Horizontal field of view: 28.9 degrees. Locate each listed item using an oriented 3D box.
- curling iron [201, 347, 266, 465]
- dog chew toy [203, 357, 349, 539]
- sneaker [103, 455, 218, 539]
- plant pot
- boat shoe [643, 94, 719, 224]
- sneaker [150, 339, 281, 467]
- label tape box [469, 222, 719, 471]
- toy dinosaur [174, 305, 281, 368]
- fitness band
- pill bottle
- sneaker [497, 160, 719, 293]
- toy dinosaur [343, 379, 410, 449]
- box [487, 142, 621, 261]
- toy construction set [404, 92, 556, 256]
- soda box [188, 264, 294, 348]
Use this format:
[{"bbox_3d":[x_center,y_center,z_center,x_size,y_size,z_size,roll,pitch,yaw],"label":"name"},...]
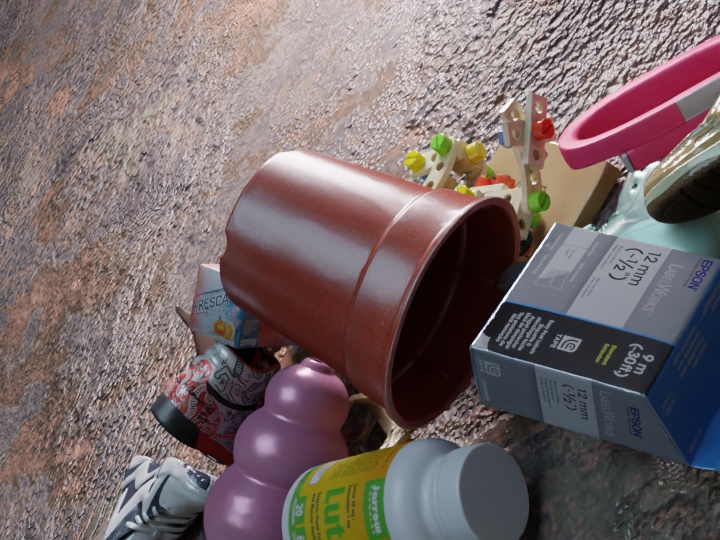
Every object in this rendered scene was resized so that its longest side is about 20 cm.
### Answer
[{"bbox_3d":[-0.124,0.138,1.409,0.201,0.049,0.026,116,174,-48],"label":"curling iron"},{"bbox_3d":[-0.067,0.178,1.266,0.124,0.124,0.202,23,97,58],"label":"dog chew toy"},{"bbox_3d":[-0.208,0.266,1.455,0.198,0.079,0.131,-2,64,54],"label":"sneaker"},{"bbox_3d":[0.000,0.000,1.166,0.194,0.201,0.202,24,83,27],"label":"plant pot"},{"bbox_3d":[0.285,-0.113,1.016,0.199,0.071,0.077,-34,60,19],"label":"boat shoe"},{"bbox_3d":[-0.105,0.130,1.334,0.108,0.201,0.067,-47,55,3],"label":"sneaker"},{"bbox_3d":[0.197,0.050,0.972,0.198,0.067,0.144,13,46,32],"label":"label tape box"},{"bbox_3d":[-0.125,0.083,1.426,0.136,0.199,0.086,-45,64,25],"label":"toy dinosaur"},{"bbox_3d":[0.252,-0.135,1.118,0.199,0.038,0.144,-27,14,16],"label":"fitness band"},{"bbox_3d":[0.037,0.198,1.139,0.199,0.111,0.112,-22,48,44],"label":"pill bottle"},{"bbox_3d":[0.204,-0.028,1.127,0.199,0.074,0.119,-7,65,41],"label":"sneaker"},{"bbox_3d":[0.017,0.093,1.325,0.100,0.058,0.202,-18,57,27],"label":"toy dinosaur"},{"bbox_3d":[0.135,-0.026,1.272,0.201,0.021,0.163,-59,32,0],"label":"box"},{"bbox_3d":[0.112,-0.079,1.252,0.200,0.092,0.132,-21,46,60],"label":"toy construction set"},{"bbox_3d":[-0.069,0.032,1.327,0.068,0.199,0.064,18,101,35],"label":"soda box"}]
